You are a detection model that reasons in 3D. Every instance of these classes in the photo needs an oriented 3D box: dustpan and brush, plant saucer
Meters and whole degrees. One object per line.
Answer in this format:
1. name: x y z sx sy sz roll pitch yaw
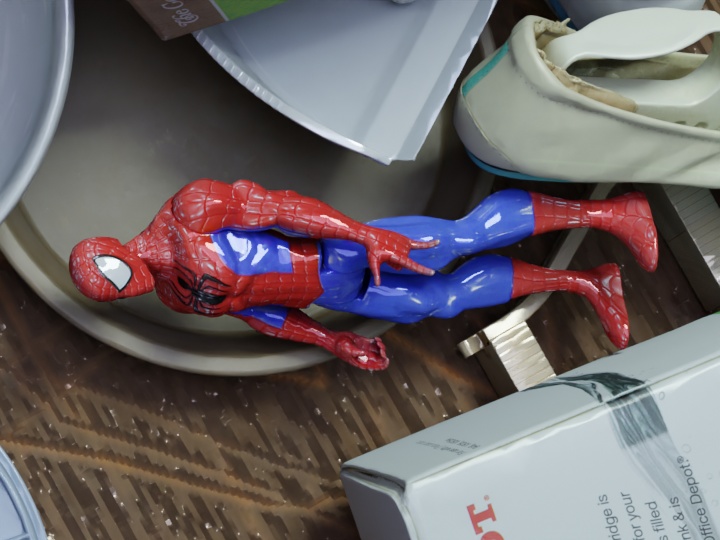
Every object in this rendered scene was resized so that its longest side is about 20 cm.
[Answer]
1. dustpan and brush: -0.045 -0.137 1.023 0.199 0.057 0.140 24 81 24
2. plant saucer: -0.048 -0.060 1.057 0.199 0.029 0.201 3 79 -13

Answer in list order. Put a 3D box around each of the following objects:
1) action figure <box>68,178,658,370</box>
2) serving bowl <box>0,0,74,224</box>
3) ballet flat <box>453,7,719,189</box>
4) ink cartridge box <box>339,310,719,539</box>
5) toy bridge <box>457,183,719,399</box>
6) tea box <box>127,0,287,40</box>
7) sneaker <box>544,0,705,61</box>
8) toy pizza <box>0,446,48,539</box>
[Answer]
1. action figure: 0.000 0.000 1.009 0.199 0.066 0.052 2 52 -12
2. serving bowl: -0.189 -0.082 0.996 0.199 0.066 0.201 0 92 4
3. ballet flat: 0.130 -0.058 1.029 0.199 0.069 0.070 2 79 -24
4. ink cartridge box: 0.110 0.101 1.022 0.199 0.083 0.147 -20 97 -16
5. toy bridge: 0.119 -0.018 1.087 0.199 0.027 0.067 -29 87 -16
6. tea box: -0.017 -0.210 0.944 0.196 0.134 0.201 -19 72 9
7. sneaker: 0.070 -0.164 1.082 0.076 0.081 0.201 -11 63 -13
8. toy pizza: -0.200 0.120 0.988 0.199 0.032 0.202 2 80 -11
